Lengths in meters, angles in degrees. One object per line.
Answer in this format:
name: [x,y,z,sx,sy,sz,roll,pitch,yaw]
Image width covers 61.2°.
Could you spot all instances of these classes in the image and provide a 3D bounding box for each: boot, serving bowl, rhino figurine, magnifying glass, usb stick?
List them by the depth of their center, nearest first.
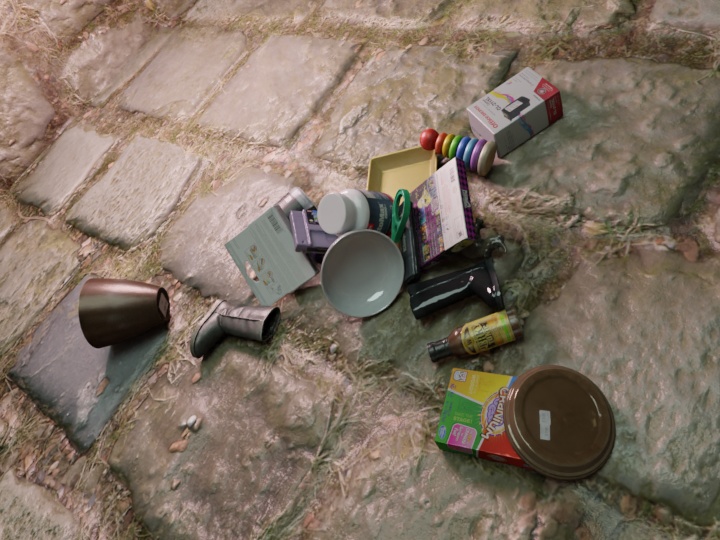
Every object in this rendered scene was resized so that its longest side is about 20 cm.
boot: [0.199,0.056,1.292,0.194,0.067,0.166,-17,23,11]
rhino figurine: [0.253,-0.073,1.384,0.198,0.059,0.089,28,86,41]
serving bowl: [0.000,0.000,1.390,0.197,0.203,0.066,-33,21,-1]
usb stick: [0.113,-0.066,1.413,0.031,0.056,0.206,4,65,-16]
magnifying glass: [0.084,-0.088,1.424,0.022,0.207,0.080,3,17,-16]
boot: [-0.312,0.154,1.517,0.195,0.073,0.186,13,64,27]

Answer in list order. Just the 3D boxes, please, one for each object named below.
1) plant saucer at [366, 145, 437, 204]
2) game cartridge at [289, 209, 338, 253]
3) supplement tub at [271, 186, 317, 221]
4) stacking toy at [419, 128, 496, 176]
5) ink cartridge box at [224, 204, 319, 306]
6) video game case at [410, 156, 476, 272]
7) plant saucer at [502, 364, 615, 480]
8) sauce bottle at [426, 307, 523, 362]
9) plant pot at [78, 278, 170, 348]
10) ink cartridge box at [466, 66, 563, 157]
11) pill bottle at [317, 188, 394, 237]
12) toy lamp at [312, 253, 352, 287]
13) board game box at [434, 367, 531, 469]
plant saucer: [0.113,-0.229,1.590,0.194,0.049,0.205,-10,51,22]
game cartridge: [-0.076,-0.095,1.520,0.193,0.039,0.132,3,49,-21]
supplement tub: [-0.206,-0.114,1.621,0.199,0.124,0.122,-41,47,-8]
stacking toy: [0.239,-0.310,1.531,0.196,0.086,0.086,26,68,24]
ink cartridge box: [-0.224,-0.032,1.536,0.171,0.203,0.044,-32,2,18]
video game case: [0.181,-0.124,1.388,0.180,0.035,0.206,-35,52,48]
plant saucer: [0.347,0.257,1.059,0.193,0.030,0.206,-2,60,3]
sauce bottle: [0.231,0.137,1.234,0.195,0.065,0.066,-23,47,12]
plant pot: [-0.629,0.105,1.660,0.193,0.190,0.191,-7,50,3]
ink cartridge box: [0.391,-0.404,1.552,0.197,0.083,0.147,-33,47,0]
pill bottle: [-0.006,-0.129,1.439,0.117,0.197,0.124,2,93,38]
toy lamp: [-0.069,-0.010,1.513,0.058,0.059,0.201,-36,46,-3]
board game box: [0.250,0.272,1.134,0.194,0.041,0.156,3,57,30]
